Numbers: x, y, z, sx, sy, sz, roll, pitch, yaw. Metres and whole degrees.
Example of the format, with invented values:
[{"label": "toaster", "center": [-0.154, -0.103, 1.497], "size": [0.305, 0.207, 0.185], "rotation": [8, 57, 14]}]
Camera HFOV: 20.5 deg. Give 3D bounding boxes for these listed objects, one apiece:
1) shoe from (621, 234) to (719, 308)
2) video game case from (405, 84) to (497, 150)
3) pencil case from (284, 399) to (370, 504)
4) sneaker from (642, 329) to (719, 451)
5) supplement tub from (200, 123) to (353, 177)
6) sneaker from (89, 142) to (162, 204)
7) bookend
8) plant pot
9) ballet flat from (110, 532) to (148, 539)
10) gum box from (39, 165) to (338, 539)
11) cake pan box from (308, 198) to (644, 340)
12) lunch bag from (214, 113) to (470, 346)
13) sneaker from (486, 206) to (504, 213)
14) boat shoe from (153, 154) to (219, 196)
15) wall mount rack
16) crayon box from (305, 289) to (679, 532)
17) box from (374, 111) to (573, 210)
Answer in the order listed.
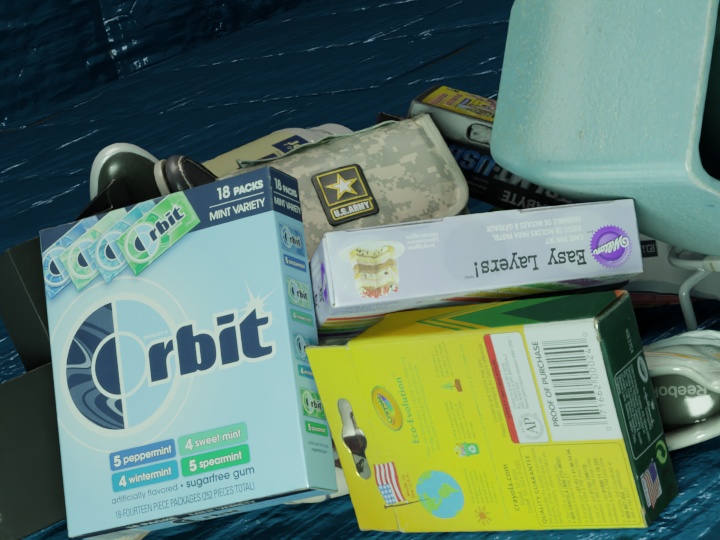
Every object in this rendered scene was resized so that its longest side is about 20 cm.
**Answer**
[{"label": "shoe", "center": [0.210, -0.005, 1.464], "size": [0.200, 0.072, 0.091], "rotation": [-2, -11, -8]}, {"label": "video game case", "center": [0.133, -0.104, 1.547], "size": [0.180, 0.026, 0.200], "rotation": [16, 10, 5]}, {"label": "pencil case", "center": [0.021, 0.089, 1.280], "size": [0.200, 0.090, 0.078], "rotation": [-16, 20, -1]}, {"label": "sneaker", "center": [0.139, 0.080, 1.188], "size": [0.200, 0.076, 0.092], "rotation": [-14, 5, 13]}, {"label": "supplement tub", "center": [-0.084, -0.043, 1.790], "size": [0.200, 0.145, 0.145], "rotation": [-27, 17, -35]}, {"label": "sneaker", "center": [-0.133, 0.003, 1.449], "size": [0.071, 0.200, 0.099], "rotation": [-26, 27, -12]}, {"label": "bookend", "center": [-0.219, 0.071, 1.364], "size": [0.200, 0.199, 0.092], "rotation": [-25, -3, -28]}, {"label": "plant pot", "center": [0.196, -0.116, 1.259], "size": [0.200, 0.196, 0.196], "rotation": [-3, -17, 46]}, {"label": "ballet flat", "center": [-0.112, 0.094, 1.306], "size": [0.067, 0.200, 0.068], "rotation": [9, -20, 18]}, {"label": "gum box", "center": [-0.109, 0.054, 1.234], "size": [0.170, 0.200, 0.045], "rotation": [-15, -16, 23]}, {"label": "cake pan box", "center": [0.066, 0.001, 1.252], "size": [0.200, 0.052, 0.184], "rotation": [-7, -6, -9]}, {"label": "lunch bag", "center": [0.000, 0.000, 1.397], "size": [0.164, 0.200, 0.118], "rotation": [-18, 4, -11]}, {"label": "sneaker", "center": [0.080, -0.002, 1.595], "size": [0.084, 0.077, 0.200], "rotation": [-10, 11, 35]}, {"label": "boat shoe", "center": [-0.066, -0.028, 1.467], "size": [0.063, 0.200, 0.073], "rotation": [-37, 29, 22]}, {"label": "wall mount rack", "center": [0.315, -0.001, 1.347], "size": [0.174, 0.075, 0.200], "rotation": [-31, 20, -34]}, {"label": "crayon box", "center": [0.074, 0.085, 1.159], "size": [0.200, 0.127, 0.051], "rotation": [-6, 17, 35]}, {"label": "box", "center": [0.137, -0.076, 1.610], "size": [0.200, 0.050, 0.198], "rotation": [20, 9, 28]}]
